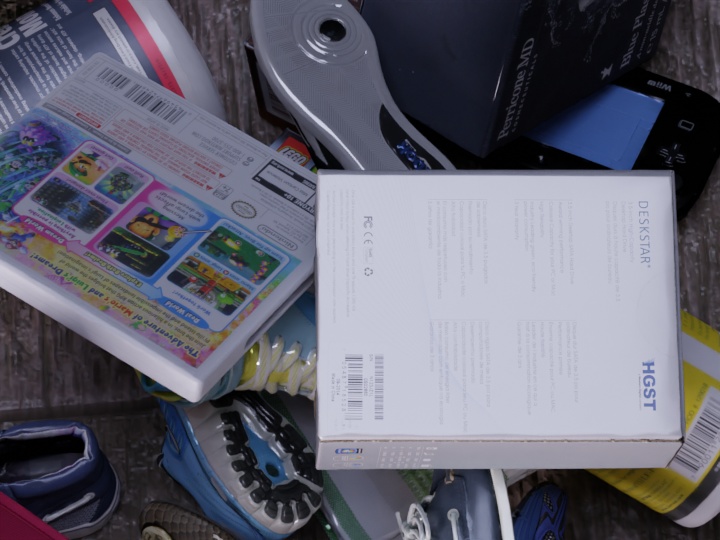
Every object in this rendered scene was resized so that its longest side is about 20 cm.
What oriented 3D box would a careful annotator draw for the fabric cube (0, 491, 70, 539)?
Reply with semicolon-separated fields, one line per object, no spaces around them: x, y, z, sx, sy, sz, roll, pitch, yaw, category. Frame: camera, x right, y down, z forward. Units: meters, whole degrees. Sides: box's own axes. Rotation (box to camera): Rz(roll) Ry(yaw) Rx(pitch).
-0.259;0.234;1.559;0.196;0.200;0.200;-2;59;40;fabric cube

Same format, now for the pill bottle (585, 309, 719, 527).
0.138;0.057;1.661;0.200;0.111;0.111;31;69;-7;pill bottle

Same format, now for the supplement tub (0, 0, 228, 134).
-0.196;-0.089;1.775;0.200;0.140;0.141;-29;66;-10;supplement tub

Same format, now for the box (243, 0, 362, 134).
0.008;-0.184;1.828;0.075;0.100;0.200;25;70;15;box

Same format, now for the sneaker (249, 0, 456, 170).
-0.015;-0.078;1.716;0.073;0.112;0.200;-24;70;-22;sneaker

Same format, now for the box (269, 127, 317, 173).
0.000;0.000;1.757;0.200;0.035;0.110;31;65;25;box

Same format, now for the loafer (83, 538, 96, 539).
-0.120;0.244;1.659;0.070;0.075;0.200;3;47;-42;loafer

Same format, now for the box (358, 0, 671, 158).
0.108;-0.204;1.732;0.117;0.197;0.200;33;40;25;box

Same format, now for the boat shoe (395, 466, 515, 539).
0.057;0.156;1.601;0.062;0.075;0.201;-11;72;-4;boat shoe

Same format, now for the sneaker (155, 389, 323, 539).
-0.104;0.087;1.709;0.078;0.090;0.200;-7;60;-40;sneaker

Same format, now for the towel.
0.044;0.078;1.738;0.200;0.031;0.149;-31;67;-10;towel

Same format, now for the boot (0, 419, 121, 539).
-0.247;0.133;1.701;0.199;0.090;0.073;-15;64;-3;boot

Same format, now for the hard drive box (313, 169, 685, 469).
0.074;0.028;1.562;0.199;0.077;0.156;1;74;-2;hard drive box

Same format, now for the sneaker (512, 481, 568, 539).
0.112;0.221;1.651;0.078;0.075;0.201;5;70;-8;sneaker

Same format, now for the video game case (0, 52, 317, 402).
-0.124;-0.029;1.622;0.200;0.024;0.182;30;48;15;video game case

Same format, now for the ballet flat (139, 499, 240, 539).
-0.061;0.210;1.666;0.200;0.067;0.046;40;61;14;ballet flat

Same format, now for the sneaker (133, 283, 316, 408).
-0.056;0.055;1.646;0.200;0.080;0.131;32;39;6;sneaker

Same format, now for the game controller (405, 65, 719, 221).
0.132;-0.098;1.809;0.199;0.042;0.105;21;68;13;game controller
